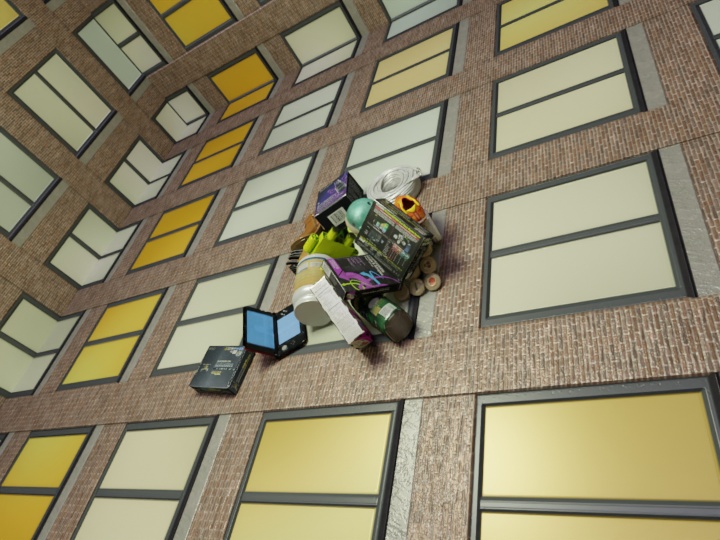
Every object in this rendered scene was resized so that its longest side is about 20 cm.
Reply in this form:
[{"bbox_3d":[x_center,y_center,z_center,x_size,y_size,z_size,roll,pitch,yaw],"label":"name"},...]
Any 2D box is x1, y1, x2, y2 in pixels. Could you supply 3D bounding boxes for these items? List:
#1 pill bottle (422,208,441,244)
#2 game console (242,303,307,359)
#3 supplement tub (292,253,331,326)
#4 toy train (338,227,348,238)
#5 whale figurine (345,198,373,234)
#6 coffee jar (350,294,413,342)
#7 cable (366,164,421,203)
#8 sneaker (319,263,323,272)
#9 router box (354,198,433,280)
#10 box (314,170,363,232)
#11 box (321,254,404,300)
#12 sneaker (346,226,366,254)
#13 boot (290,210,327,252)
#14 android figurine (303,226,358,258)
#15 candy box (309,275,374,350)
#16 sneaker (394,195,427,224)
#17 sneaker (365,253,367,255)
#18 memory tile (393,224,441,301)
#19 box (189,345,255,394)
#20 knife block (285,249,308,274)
[{"bbox_3d":[0.141,-0.095,1.601,0.199,0.111,0.111,-31,38,11],"label":"pill bottle"},{"bbox_3d":[-0.279,0.173,1.678,0.171,0.119,0.201,-30,39,12],"label":"game console"},{"bbox_3d":[-0.142,0.061,1.653,0.144,0.145,0.201,-21,41,22],"label":"supplement tub"},{"bbox_3d":[-0.046,-0.173,1.898,0.200,0.042,0.056,-48,48,-11],"label":"toy train"},{"bbox_3d":[0.048,-0.164,1.696,0.199,0.104,0.159,30,45,13],"label":"whale figurine"},{"bbox_3d":[0.054,0.116,1.469,0.085,0.104,0.200,-46,37,-7],"label":"coffee jar"},{"bbox_3d":[0.120,-0.296,1.858,0.200,0.069,0.200,-44,37,-4],"label":"cable"},{"bbox_3d":[-0.042,0.042,1.584,0.198,0.078,0.091,26,82,5],"label":"sneaker"},{"bbox_3d":[0.092,-0.092,1.484,0.200,0.062,0.151,41,120,24],"label":"router box"},{"bbox_3d":[-0.074,-0.243,1.864,0.147,0.104,0.201,-32,29,20],"label":"box"},{"bbox_3d":[0.007,0.013,1.470,0.198,0.036,0.143,-7,43,-33],"label":"box"},{"bbox_3d":[0.022,-0.133,1.770,0.105,0.076,0.200,-37,37,2],"label":"sneaker"},{"bbox_3d":[-0.195,-0.156,1.969,0.199,0.077,0.155,-37,39,-1],"label":"boot"},{"bbox_3d":[-0.100,-0.060,1.714,0.200,0.180,0.041,-53,31,38],"label":"android figurine"},{"bbox_3d":[-0.051,0.122,1.456,0.061,0.136,0.201,-37,69,2],"label":"candy box"},{"bbox_3d":[0.144,-0.200,1.558,0.073,0.077,0.200,-37,25,0],"label":"sneaker"},{"bbox_3d":[0.000,0.000,1.655,0.073,0.082,0.200,-37,12,-23],"label":"sneaker"},{"bbox_3d":[0.145,-0.023,1.515,0.152,0.017,0.202,-19,77,23],"label":"memory tile"},{"bbox_3d":[-0.462,0.330,1.728,0.198,0.051,0.159,-6,50,36],"label":"box"},{"bbox_3d":[-0.169,-0.051,1.854,0.199,0.064,0.176,-38,38,3],"label":"knife block"}]
